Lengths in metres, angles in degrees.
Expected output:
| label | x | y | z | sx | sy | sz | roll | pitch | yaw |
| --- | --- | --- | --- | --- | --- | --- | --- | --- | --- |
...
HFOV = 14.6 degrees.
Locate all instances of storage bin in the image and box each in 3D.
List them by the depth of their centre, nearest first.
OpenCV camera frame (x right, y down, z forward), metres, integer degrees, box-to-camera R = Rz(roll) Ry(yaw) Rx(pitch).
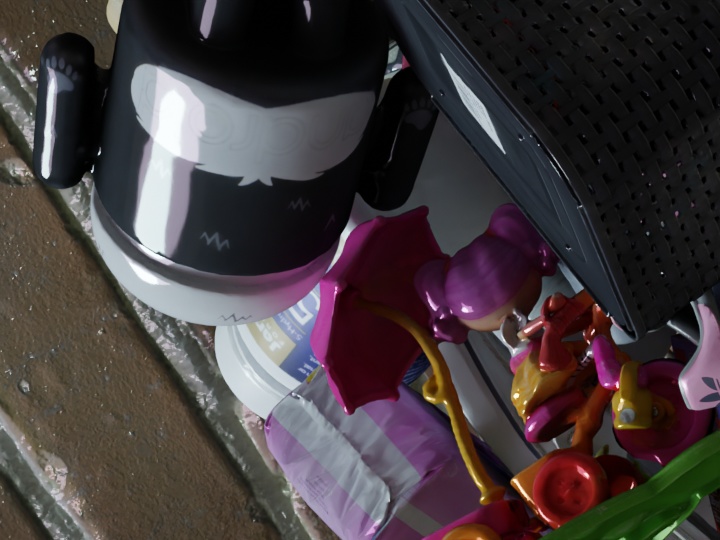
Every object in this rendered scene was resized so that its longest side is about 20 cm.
| label | x | y | z | sx | sy | sz | roll | pitch | yaw |
| --- | --- | --- | --- | --- | --- | --- | --- | --- | --- |
| storage bin | 0.084 | -0.088 | 1.137 | 0.200 | 0.094 | 0.135 | 52 | 175 | 37 |

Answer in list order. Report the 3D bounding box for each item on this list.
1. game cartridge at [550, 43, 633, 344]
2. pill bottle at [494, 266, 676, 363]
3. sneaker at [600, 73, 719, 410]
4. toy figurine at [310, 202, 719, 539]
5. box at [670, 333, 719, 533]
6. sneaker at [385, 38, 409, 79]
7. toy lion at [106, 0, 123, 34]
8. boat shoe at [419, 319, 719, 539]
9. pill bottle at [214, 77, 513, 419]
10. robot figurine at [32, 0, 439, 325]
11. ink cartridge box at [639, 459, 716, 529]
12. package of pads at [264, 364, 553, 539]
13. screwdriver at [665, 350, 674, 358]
| label | x | y | z | sx | sy | sz | roll | pitch | yaw |
| --- | --- | --- | --- | --- | --- | --- | --- | --- | --- |
| game cartridge | 0.089 | -0.064 | 1.344 | 0.133 | 0.041 | 0.200 | 53 | -167 | -24 |
| pill bottle | 0.086 | -0.021 | 1.523 | 0.200 | 0.111 | 0.111 | 53 | 175 | 40 |
| sneaker | 0.128 | -0.020 | 1.208 | 0.200 | 0.082 | 0.070 | 55 | 176 | 48 |
| toy figurine | 0.062 | 0.046 | 1.248 | 0.185 | 0.200 | 0.150 | 58 | -162 | 17 |
| box | 0.199 | 0.097 | 1.331 | 0.200 | 0.039 | 0.138 | -169 | 65 | -85 |
| sneaker | 0.021 | -0.136 | 1.493 | 0.200 | 0.080 | 0.075 | -107 | 1 | -73 |
| toy lion | -0.038 | -0.147 | 1.369 | 0.069 | 0.191 | 0.200 | 55 | 167 | 32 |
| boat shoe | 0.106 | 0.083 | 1.358 | 0.200 | 0.066 | 0.072 | 51 | -172 | -7 |
| pill bottle | 0.000 | 0.000 | 1.446 | 0.120 | 0.119 | 0.200 | 55 | 144 | 12 |
| robot figurine | -0.056 | -0.070 | 1.274 | 0.150 | 0.125 | 0.201 | 29 | 131 | 18 |
| ink cartridge box | 0.190 | 0.144 | 1.564 | 0.068 | 0.116 | 0.200 | 52 | 174 | 40 |
| package of pads | 0.051 | 0.127 | 1.414 | 0.200 | 0.076 | 0.121 | 38 | -173 | -41 |
| screwdriver | 0.166 | 0.041 | 1.633 | 0.200 | 0.028 | 0.029 | -124 | 30 | -67 |
